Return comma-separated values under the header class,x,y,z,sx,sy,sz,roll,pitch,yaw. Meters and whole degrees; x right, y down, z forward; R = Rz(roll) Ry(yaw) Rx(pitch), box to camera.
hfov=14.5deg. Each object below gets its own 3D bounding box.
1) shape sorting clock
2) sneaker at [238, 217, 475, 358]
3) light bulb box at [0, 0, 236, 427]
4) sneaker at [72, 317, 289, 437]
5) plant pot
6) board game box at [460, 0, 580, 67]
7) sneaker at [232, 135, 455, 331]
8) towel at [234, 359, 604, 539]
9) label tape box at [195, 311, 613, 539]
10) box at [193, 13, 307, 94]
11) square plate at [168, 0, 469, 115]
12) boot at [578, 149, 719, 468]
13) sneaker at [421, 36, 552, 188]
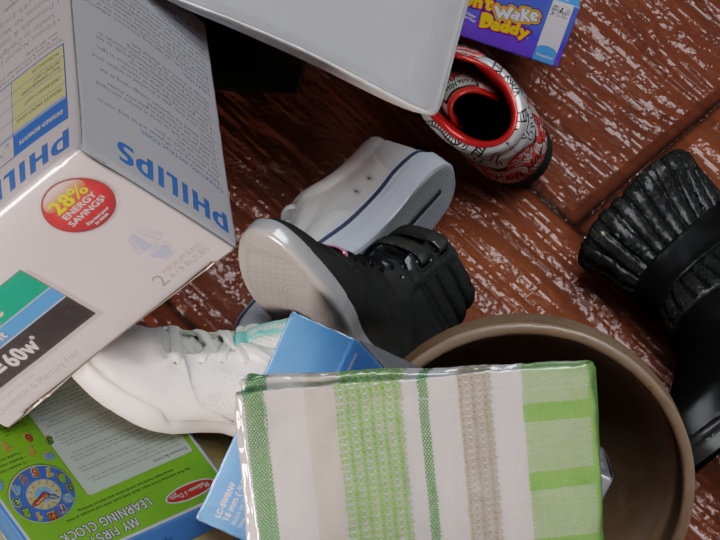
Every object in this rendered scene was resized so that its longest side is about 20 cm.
class,x,y,z,sx,sy,sz,roll,pitch,yaw
shape sorting clock,-0.165,0.121,1.668,0.200,0.039,0.200,12,47,-13
sneaker,0.000,0.000,1.703,0.071,0.200,0.099,12,65,39
light bulb box,-0.188,-0.054,1.637,0.125,0.198,0.200,33,32,-35
sneaker,-0.075,0.057,1.682,0.200,0.089,0.075,21,34,-17
plant pot,0.096,0.115,1.688,0.201,0.201,0.093,19,14,-3
board game box,0.077,-0.209,1.886,0.134,0.045,0.200,18,25,-4
sneaker,-0.023,-0.010,1.784,0.071,0.073,0.200,24,51,31
towel,0.035,0.123,1.568,0.200,0.149,0.031,-4,16,2
label tape box,0.022,0.132,1.615,0.200,0.144,0.063,24,14,-6
box,-0.127,-0.206,1.822,0.200,0.149,0.124,1,57,-15
square plate,-0.027,-0.195,1.728,0.200,0.028,0.198,24,48,-8
boot,0.199,0.030,1.793,0.158,0.079,0.211,42,46,4
sneaker,0.047,-0.143,1.848,0.067,0.108,0.201,-41,74,4
